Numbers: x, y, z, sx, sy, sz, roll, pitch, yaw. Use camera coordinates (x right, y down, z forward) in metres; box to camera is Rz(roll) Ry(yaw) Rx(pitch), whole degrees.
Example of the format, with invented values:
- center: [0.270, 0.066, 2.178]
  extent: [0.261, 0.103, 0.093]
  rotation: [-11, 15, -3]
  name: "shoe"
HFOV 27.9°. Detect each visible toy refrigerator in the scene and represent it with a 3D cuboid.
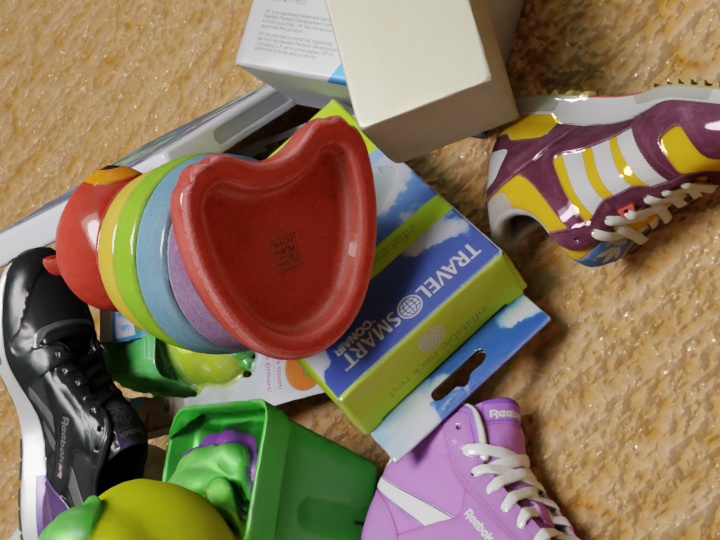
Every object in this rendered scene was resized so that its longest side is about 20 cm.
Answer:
- center: [0.020, -0.168, 0.788]
  extent: [0.075, 0.070, 0.202]
  rotation: [-20, 72, 14]
  name: "toy refrigerator"

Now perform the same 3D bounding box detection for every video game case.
- center: [-0.139, -0.071, 0.972]
  extent: [0.199, 0.182, 0.024]
  rotation: [-21, 102, 39]
  name: "video game case"

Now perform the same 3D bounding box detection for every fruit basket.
- center: [-0.099, 0.170, 0.799]
  extent: [0.155, 0.214, 0.218]
  rotation: [-14, 66, 59]
  name: "fruit basket"
- center: [-0.082, 0.003, 0.933]
  extent: [0.199, 0.093, 0.187]
  rotation: [-20, 63, 35]
  name: "fruit basket"

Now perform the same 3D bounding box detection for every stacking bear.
- center: [-0.096, -0.014, 0.788]
  extent: [0.199, 0.121, 0.115]
  rotation: [3, 111, 49]
  name: "stacking bear"

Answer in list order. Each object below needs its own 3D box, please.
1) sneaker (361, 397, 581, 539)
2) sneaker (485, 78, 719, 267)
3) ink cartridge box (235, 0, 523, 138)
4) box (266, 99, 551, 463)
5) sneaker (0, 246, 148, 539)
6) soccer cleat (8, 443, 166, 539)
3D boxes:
- center: [0.079, 0.124, 0.747]
  extent: [0.199, 0.072, 0.115]
  rotation: [9, 80, 46]
  name: "sneaker"
- center: [0.146, -0.045, 0.744]
  extent: [0.199, 0.074, 0.091]
  rotation: [4, 84, 53]
  name: "sneaker"
- center: [0.027, -0.197, 0.877]
  extent: [0.145, 0.084, 0.202]
  rotation: [14, 85, 30]
  name: "ink cartridge box"
- center: [0.000, 0.000, 0.822]
  extent: [0.122, 0.048, 0.200]
  rotation: [-42, 49, -4]
  name: "box"
- center: [-0.165, 0.083, 0.890]
  extent: [0.087, 0.075, 0.202]
  rotation: [-7, 92, 37]
  name: "sneaker"
- center: [-0.208, 0.174, 1.007]
  extent: [0.200, 0.077, 0.070]
  rotation: [-38, 52, 30]
  name: "soccer cleat"
